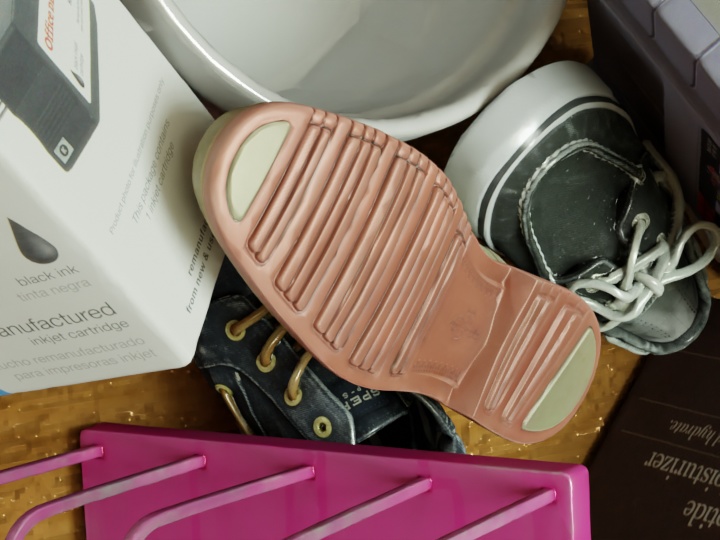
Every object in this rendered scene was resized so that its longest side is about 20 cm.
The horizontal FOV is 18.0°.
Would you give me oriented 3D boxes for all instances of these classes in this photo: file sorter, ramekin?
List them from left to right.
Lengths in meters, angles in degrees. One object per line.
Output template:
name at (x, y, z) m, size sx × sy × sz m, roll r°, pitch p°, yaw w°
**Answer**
file sorter at (-0.040, 0.136, 0.731) m, size 0.125 × 0.199 × 0.140 m, roll -14°, pitch 104°, yaw -56°
ramekin at (-0.030, -0.136, 0.761) m, size 0.199 × 0.105 × 0.202 m, roll 4°, pitch 83°, yaw -35°

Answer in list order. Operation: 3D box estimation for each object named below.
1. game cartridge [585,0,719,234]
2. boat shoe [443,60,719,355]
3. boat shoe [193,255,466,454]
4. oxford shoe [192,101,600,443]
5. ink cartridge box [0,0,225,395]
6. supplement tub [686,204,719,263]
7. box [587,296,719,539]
game cartridge at (0.123, -0.049, 0.780) m, size 0.038 × 0.200 × 0.130 m, roll -33°, pitch 76°, yaw 0°
boat shoe at (0.087, -0.011, 0.819) m, size 0.074 × 0.068 × 0.199 m, roll -44°, pitch 156°, yaw -2°
boat shoe at (-0.020, 0.024, 0.811) m, size 0.071 × 0.091 × 0.201 m, roll -36°, pitch 111°, yaw -20°
oxford shoe at (0.000, 0.000, 0.735) m, size 0.071 × 0.074 × 0.200 m, roll -58°, pitch 138°, yaw -7°
ink cartridge box at (-0.148, -0.051, 0.665) m, size 0.200 × 0.144 × 0.084 m, roll 52°, pitch 40°, yaw -41°
supplement tub at (0.231, -0.049, 0.877) m, size 0.144 × 0.200 × 0.146 m, roll -3°, pitch 97°, yaw -28°
box at (0.181, 0.141, 0.891) m, size 0.164 × 0.166 × 0.201 m, roll 35°, pitch 79°, yaw -27°
